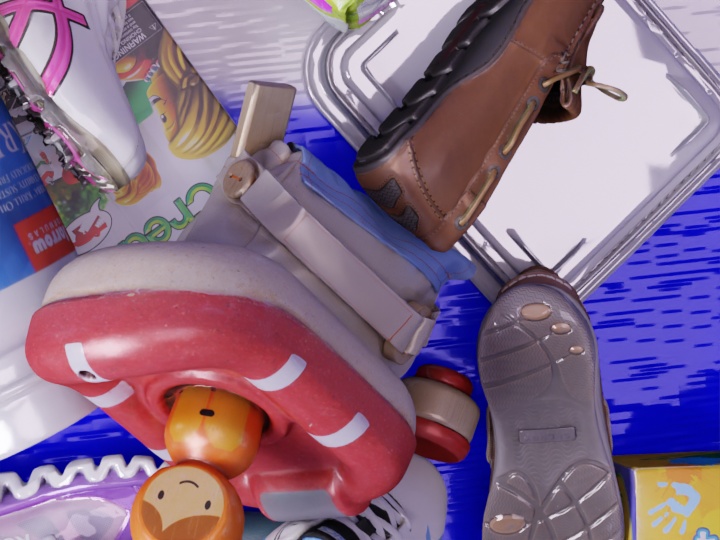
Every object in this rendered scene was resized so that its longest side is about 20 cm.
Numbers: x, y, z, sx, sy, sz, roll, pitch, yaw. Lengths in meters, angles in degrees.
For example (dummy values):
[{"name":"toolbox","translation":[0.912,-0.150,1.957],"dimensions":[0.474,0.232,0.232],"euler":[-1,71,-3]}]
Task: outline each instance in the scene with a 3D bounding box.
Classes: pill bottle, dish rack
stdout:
[{"name":"pill bottle","translation":[-0.197,-0.013,1.210],"dimensions":[0.112,0.112,0.201],"euler":[-27,97,-6]},{"name":"dish rack","translation":[0.088,-0.090,1.320],"dimensions":[0.172,0.044,0.200],"euler":[-43,96,-4]}]

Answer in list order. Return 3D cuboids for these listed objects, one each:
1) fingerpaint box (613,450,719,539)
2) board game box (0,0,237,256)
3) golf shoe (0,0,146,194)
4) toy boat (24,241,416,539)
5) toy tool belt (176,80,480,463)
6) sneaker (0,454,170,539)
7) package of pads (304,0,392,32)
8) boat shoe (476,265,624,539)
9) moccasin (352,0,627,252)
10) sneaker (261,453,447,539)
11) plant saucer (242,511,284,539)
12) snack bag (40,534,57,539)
[{"name":"fingerpaint box","translation":[0.213,0.195,1.334],"dimensions":[0.165,0.073,0.202],"euler":[-2,92,-9]},{"name":"board game box","translation":[-0.158,-0.037,1.289],"dimensions":[0.200,0.035,0.127],"euler":[-38,97,-5]},{"name":"golf shoe","translation":[-0.145,-0.131,1.235],"dimensions":[0.092,0.073,0.201],"euler":[-29,69,-4]},{"name":"toy boat","translation":[-0.069,0.076,1.156],"dimensions":[0.200,0.130,0.132],"euler":[44,50,-42]},{"name":"toy tool belt","translation":[0.000,0.000,1.268],"dimensions":[0.199,0.124,0.124],"euler":[33,70,-33]},{"name":"sneaker","translation":[-0.160,0.143,1.265],"dimensions":[0.198,0.081,0.089],"euler":[-7,72,-3]},{"name":"package of pads","translation":[0.008,-0.236,1.275],"dimensions":[0.154,0.068,0.200],"euler":[42,87,6]},{"name":"boat shoe","translation":[0.099,0.091,1.311],"dimensions":[0.075,0.072,0.202],"euler":[1,114,6]},{"name":"moccasin","translation":[0.081,-0.094,1.247],"dimensions":[0.078,0.073,0.202],"euler":[45,61,-16]},{"name":"sneaker","translation":[-0.008,0.142,1.253],"dimensions":[0.072,0.200,0.073],"euler":[43,130,7]},{"name":"plant saucer","translation":[-0.059,0.224,1.298],"dimensions":[0.198,0.027,0.202],"euler":[0,89,-7]},{"name":"snack bag","translation":[-0.180,0.253,1.191],"dimensions":[0.199,0.021,0.189],"euler":[-32,72,0]}]
